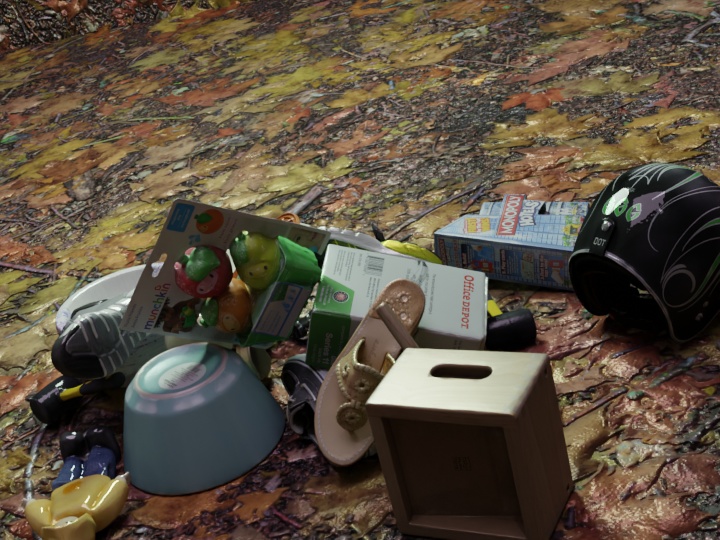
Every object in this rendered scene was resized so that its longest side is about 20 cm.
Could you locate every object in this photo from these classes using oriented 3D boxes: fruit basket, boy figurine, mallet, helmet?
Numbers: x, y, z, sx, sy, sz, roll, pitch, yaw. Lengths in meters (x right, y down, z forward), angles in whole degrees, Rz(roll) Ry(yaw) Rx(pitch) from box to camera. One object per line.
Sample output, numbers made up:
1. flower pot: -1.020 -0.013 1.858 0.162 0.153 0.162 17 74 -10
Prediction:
1. fruit basket: -0.151 0.014 1.405 0.198 0.186 0.094 8 34 -36
2. boy figurine: -0.317 0.254 1.364 0.123 0.065 0.200 -11 25 4
3. mallet: -0.350 0.153 1.523 0.066 0.041 0.199 -37 12 -30
4. mallet: 0.155 0.048 1.560 0.065 0.042 0.200 -17 22 -12
5. helmet: 0.355 -0.029 1.448 0.191 0.201 0.199 -46 36 -20

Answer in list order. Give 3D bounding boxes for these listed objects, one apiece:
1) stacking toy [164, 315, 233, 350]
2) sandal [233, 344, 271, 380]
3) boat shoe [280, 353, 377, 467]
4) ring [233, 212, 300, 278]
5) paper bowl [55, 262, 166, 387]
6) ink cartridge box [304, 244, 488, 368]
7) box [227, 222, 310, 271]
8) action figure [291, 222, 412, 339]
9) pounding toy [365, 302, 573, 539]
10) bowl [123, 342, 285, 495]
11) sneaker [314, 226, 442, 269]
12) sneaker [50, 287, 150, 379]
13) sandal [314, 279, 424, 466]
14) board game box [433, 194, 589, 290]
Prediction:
1. stacking toy: -0.204 0.019 1.563 0.084 0.086 0.201 -12 47 5
2. sandal: -0.152 0.081 1.613 0.069 0.078 0.212 -24 25 15
3. boat shoe: -0.052 0.155 1.408 0.070 0.073 0.200 -21 28 -22
4. ring: -0.141 0.010 1.592 0.201 0.019 0.201 -47 24 29
5. paper bowl: -0.298 0.079 1.655 0.198 0.105 0.201 -12 26 6
6. ink cartridge box: 0.045 0.055 1.447 0.197 0.084 0.147 10 33 2
7. box: -0.155 0.002 1.774 0.199 0.069 0.082 -34 32 -34
8. action figure: -0.022 0.004 1.651 0.199 0.120 0.102 -31 36 -19
9. pounding toy: 0.095 0.147 1.218 0.198 0.186 0.142 1 29 29
10. bowl: -0.196 0.158 1.446 0.198 0.106 0.201 -12 25 6
11. sneaker: 0.000 0.000 1.551 0.198 0.086 0.075 9 -14 12
12. sneaker: -0.326 0.083 1.476 0.114 0.076 0.200 -13 12 30
13. sandal: 0.008 0.099 1.311 0.077 0.070 0.213 24 76 9
14. board game box: 0.204 -0.047 1.662 0.197 0.062 0.201 1 29 13
